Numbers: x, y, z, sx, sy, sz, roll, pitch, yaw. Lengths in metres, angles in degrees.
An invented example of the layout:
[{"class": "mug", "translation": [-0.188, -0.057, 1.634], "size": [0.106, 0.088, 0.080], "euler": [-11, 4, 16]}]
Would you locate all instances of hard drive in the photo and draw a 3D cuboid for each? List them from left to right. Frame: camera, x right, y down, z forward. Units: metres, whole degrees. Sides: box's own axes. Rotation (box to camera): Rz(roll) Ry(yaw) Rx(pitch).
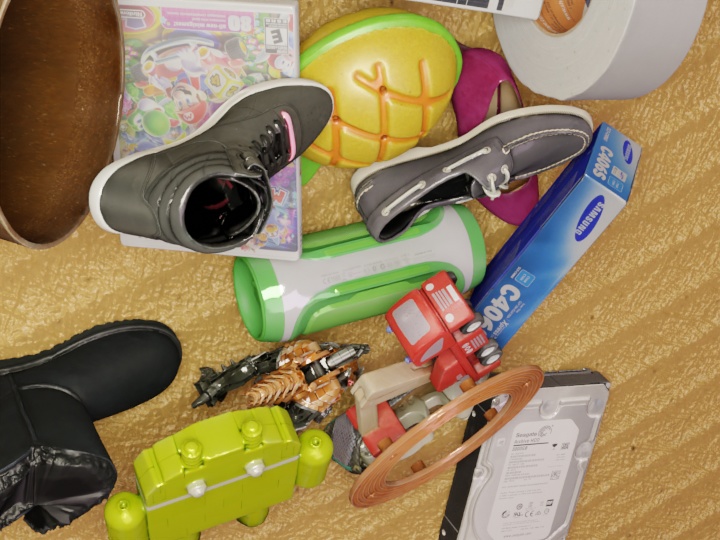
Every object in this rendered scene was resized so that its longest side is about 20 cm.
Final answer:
[{"class": "hard drive", "translation": [0.161, 0.193, 1.346], "size": [0.139, 0.038, 0.200], "euler": [0, 115, -28]}]

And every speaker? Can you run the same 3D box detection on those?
[{"class": "speaker", "translation": [0.000, 0.000, 1.127], "size": [0.200, 0.088, 0.089], "euler": [-14, 121, -21]}]

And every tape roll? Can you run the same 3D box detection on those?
[{"class": "tape roll", "translation": [0.175, -0.228, 1.024], "size": [0.066, 0.200, 0.201], "euler": [-3, 117, -26]}]

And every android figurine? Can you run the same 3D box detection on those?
[{"class": "android figurine", "translation": [-0.108, 0.162, 1.044], "size": [0.182, 0.041, 0.200], "euler": [-16, 155, -17]}]

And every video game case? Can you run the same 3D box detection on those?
[{"class": "video game case", "translation": [-0.115, -0.104, 1.005], "size": [0.143, 0.018, 0.200], "euler": [5, 119, 8]}]

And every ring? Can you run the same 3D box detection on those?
[{"class": "ring", "translation": [0.072, 0.140, 1.172], "size": [0.200, 0.019, 0.200], "euler": [-30, 160, -12]}]

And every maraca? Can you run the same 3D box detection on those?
[{"class": "maraca", "translation": [-0.015, -0.127, 1.043], "size": [0.200, 0.107, 0.137], "euler": [-30, 142, 15]}]

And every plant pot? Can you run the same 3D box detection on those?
[{"class": "plant pot", "translation": [-0.276, -0.120, 0.848], "size": [0.200, 0.187, 0.187], "euler": [9, 118, 13]}]

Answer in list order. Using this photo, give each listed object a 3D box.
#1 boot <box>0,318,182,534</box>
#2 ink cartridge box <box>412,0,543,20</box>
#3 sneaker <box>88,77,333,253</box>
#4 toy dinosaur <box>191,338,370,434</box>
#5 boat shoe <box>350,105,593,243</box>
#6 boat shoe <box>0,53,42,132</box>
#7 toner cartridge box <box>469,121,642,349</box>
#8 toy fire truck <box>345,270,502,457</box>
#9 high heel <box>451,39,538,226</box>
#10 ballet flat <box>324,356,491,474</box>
[{"class": "boot", "translation": [-0.209, 0.118, 1.030], "size": [0.200, 0.168, 0.077], "euler": [-13, 121, -22]}, {"class": "ink cartridge box", "translation": [0.031, -0.227, 1.013], "size": [0.200, 0.099, 0.039], "euler": [1, 115, -29]}, {"class": "sneaker", "translation": [-0.072, -0.067, 0.909], "size": [0.200, 0.099, 0.071], "euler": [-31, 126, -32]}, {"class": "toy dinosaur", "translation": [-0.061, 0.091, 1.114], "size": [0.136, 0.102, 0.200], "euler": [-30, 152, 12]}, {"class": "boat shoe", "translation": [0.093, -0.072, 1.080], "size": [0.200, 0.063, 0.073], "euler": [-17, 145, 5]}, {"class": "boat shoe", "translation": [-0.256, -0.063, 0.968], "size": [0.062, 0.073, 0.200], "euler": [21, 100, -30]}, {"class": "toner cartridge box", "translation": [0.157, -0.023, 1.145], "size": [0.043, 0.095, 0.200], "euler": [32, 128, -4]}, {"class": "toy fire truck", "translation": [0.042, 0.081, 1.106], "size": [0.141, 0.049, 0.200], "euler": [-34, 156, 2]}, {"class": "high heel", "translation": [0.118, -0.099, 1.128], "size": [0.067, 0.096, 0.200], "euler": [-38, 127, -5]}, {"class": "ballet flat", "translation": [0.062, 0.122, 1.237], "size": [0.200, 0.072, 0.072], "euler": [-34, 126, -8]}]
